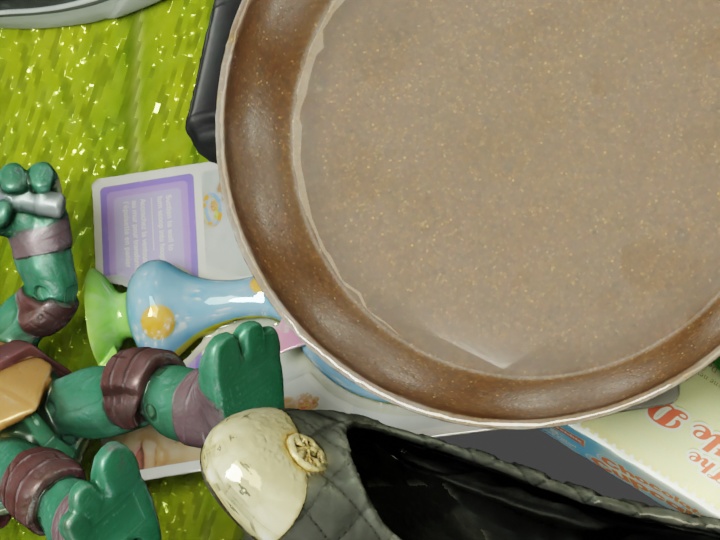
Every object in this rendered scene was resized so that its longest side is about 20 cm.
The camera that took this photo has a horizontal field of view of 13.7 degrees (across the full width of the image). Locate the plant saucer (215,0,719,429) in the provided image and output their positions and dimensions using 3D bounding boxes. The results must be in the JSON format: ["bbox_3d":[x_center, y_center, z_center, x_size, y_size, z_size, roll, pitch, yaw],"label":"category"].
[{"bbox_3d":[0.054,-0.048,0.952,0.200,0.034,0.201,-2,81,13],"label":"plant saucer"}]

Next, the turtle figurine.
[{"bbox_3d":[-0.126,0.038,0.990,0.200,0.101,0.150,15,66,38],"label":"turtle figurine"}]

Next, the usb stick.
[{"bbox_3d":[-0.018,-0.123,1.045,0.055,0.033,0.201,2,60,15],"label":"usb stick"}]

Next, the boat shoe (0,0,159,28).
[{"bbox_3d":[-0.135,-0.120,1.062,0.199,0.057,0.069,-13,75,1],"label":"boat shoe"}]

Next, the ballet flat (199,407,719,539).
[{"bbox_3d":[0.038,0.075,0.956,0.200,0.057,0.067,17,46,-30],"label":"ballet flat"}]

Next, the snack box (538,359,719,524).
[{"bbox_3d":[0.160,0.046,1.013,0.200,0.037,0.116,32,80,11],"label":"snack box"}]

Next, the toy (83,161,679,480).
[{"bbox_3d":[0.000,0.000,1.009,0.199,0.047,0.116,-10,67,14],"label":"toy"}]

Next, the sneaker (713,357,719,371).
[{"bbox_3d":[0.165,0.028,0.954,0.078,0.085,0.200,-33,75,-5],"label":"sneaker"}]
